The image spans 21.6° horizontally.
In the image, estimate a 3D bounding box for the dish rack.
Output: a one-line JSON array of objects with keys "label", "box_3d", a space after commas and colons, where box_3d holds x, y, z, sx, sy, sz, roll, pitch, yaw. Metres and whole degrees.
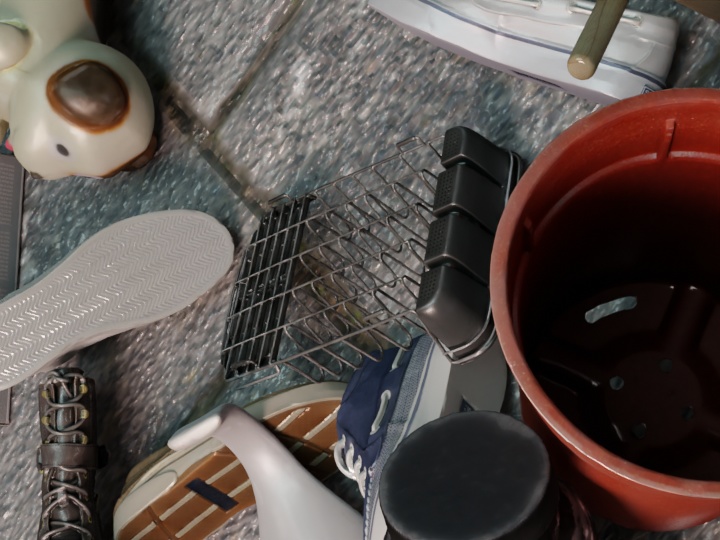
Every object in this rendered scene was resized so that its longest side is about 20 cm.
[{"label": "dish rack", "box_3d": [0.000, 0.000, 1.156, 0.200, 0.055, 0.154, -21, 43, 37]}]

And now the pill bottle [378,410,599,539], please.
[{"label": "pill bottle", "box_3d": [0.073, 0.168, 0.962, 0.111, 0.200, 0.112, -10, 42, 9]}]

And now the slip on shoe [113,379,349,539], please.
[{"label": "slip on shoe", "box_3d": [-0.079, 0.119, 1.224, 0.200, 0.076, 0.061, -36, 34, 24]}]

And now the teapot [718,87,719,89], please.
[{"label": "teapot", "box_3d": [0.281, -0.132, 0.958, 0.199, 0.146, 0.198, 4, 116, 1]}]

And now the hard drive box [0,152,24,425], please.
[{"label": "hard drive box", "box_3d": [-0.335, 0.012, 1.398, 0.155, 0.077, 0.201, 0, 84, 34]}]

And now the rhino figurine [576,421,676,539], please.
[{"label": "rhino figurine", "box_3d": [0.099, 0.159, 1.097, 0.200, 0.060, 0.088, -45, 63, 28]}]

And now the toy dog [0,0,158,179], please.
[{"label": "toy dog", "box_3d": [-0.214, -0.149, 1.317, 0.193, 0.140, 0.200, -24, 65, -9]}]

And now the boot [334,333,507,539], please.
[{"label": "boot", "box_3d": [0.023, 0.118, 1.108, 0.090, 0.073, 0.200, -20, 32, 36]}]

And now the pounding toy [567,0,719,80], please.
[{"label": "pounding toy", "box_3d": [0.162, -0.207, 1.020, 0.142, 0.184, 0.200, -39, 65, 24]}]

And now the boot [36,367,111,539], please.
[{"label": "boot", "box_3d": [-0.196, 0.151, 1.239, 0.069, 0.200, 0.175, -1, 88, -7]}]

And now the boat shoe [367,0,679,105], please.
[{"label": "boat shoe", "box_3d": [0.099, -0.151, 1.133, 0.199, 0.074, 0.066, 23, 93, 24]}]

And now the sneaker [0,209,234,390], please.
[{"label": "sneaker", "box_3d": [-0.184, 0.016, 1.296, 0.199, 0.116, 0.074, -26, 94, -7]}]

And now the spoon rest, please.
[{"label": "spoon rest", "box_3d": [-0.038, 0.161, 1.158, 0.099, 0.061, 0.200, -29, 105, 21]}]

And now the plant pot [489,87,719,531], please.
[{"label": "plant pot", "box_3d": [0.160, 0.041, 0.960, 0.200, 0.195, 0.202, 0, 69, 0]}]
